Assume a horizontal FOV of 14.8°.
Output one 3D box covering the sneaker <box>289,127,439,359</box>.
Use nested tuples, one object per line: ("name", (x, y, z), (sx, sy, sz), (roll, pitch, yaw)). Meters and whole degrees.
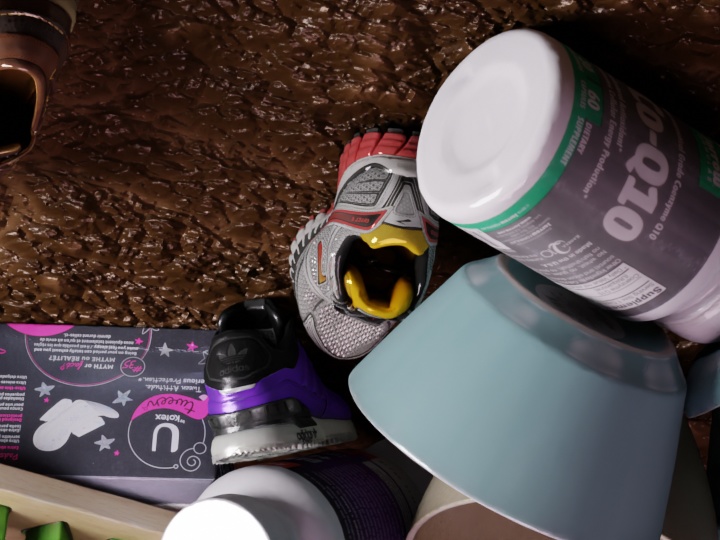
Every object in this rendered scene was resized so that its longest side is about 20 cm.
("sneaker", (0.000, 0.000, 1.629), (0.077, 0.083, 0.200), (7, 149, -6))

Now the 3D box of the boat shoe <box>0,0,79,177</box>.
("boat shoe", (-0.209, -0.088, 1.522), (0.072, 0.068, 0.200), (14, 147, -17))

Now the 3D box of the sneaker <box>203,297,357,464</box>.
("sneaker", (-0.053, 0.066, 1.750), (0.069, 0.100, 0.200), (-13, 176, 9))

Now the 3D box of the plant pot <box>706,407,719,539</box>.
("plant pot", (0.311, 0.115, 1.737), (0.141, 0.142, 0.200), (20, 155, -24))

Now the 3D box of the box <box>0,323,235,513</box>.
("box", (-0.184, 0.117, 1.803), (0.199, 0.115, 0.132), (2, 148, 3))

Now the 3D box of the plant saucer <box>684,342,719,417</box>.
("plant saucer", (0.261, 0.018, 1.578), (0.200, 0.200, 0.027), (-35, 89, 45))

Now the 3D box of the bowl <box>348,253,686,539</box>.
("bowl", (0.104, 0.063, 1.568), (0.200, 0.201, 0.105), (20, 107, -25))

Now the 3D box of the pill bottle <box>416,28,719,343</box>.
("pill bottle", (0.136, -0.041, 1.522), (0.199, 0.114, 0.113), (28, 141, -35))

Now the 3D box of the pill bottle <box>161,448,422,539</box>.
("pill bottle", (-0.043, 0.173, 1.730), (0.111, 0.112, 0.200), (-13, 176, 25))

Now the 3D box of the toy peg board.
("toy peg board", (-0.240, 0.210, 1.760), (0.199, 0.098, 0.199), (18, 146, -22))

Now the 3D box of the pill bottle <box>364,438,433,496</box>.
("pill bottle", (0.058, 0.195, 1.909), (0.110, 0.111, 0.200), (-9, 146, 19))

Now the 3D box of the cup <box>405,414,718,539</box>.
("cup", (0.139, 0.135, 1.761), (0.199, 0.144, 0.201), (11, 148, 7))
